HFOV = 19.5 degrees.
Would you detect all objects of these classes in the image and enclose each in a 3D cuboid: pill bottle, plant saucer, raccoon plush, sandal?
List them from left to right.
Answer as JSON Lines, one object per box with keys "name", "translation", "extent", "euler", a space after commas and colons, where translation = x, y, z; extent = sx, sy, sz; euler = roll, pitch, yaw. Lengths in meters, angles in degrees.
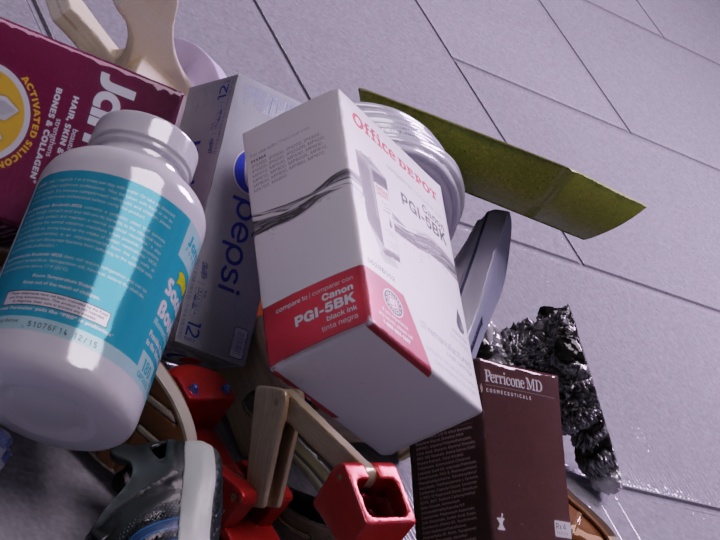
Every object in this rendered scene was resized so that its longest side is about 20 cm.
{"name": "pill bottle", "translation": [-0.161, 0.001, 1.287], "extent": [0.111, 0.111, 0.201], "euler": [31, 59, -23]}
{"name": "sandal", "translation": [-0.025, 0.170, 1.402], "extent": [0.201, 0.057, 0.080], "euler": [59, 3, -7]}
{"name": "plant saucer", "translation": [0.111, -0.079, 1.711], "extent": [0.200, 0.048, 0.200], "euler": [24, 3, 26]}
{"name": "raccoon plush", "translation": [0.133, 0.119, 1.752], "extent": [0.097, 0.134, 0.201], "euler": [-85, 157, -78]}

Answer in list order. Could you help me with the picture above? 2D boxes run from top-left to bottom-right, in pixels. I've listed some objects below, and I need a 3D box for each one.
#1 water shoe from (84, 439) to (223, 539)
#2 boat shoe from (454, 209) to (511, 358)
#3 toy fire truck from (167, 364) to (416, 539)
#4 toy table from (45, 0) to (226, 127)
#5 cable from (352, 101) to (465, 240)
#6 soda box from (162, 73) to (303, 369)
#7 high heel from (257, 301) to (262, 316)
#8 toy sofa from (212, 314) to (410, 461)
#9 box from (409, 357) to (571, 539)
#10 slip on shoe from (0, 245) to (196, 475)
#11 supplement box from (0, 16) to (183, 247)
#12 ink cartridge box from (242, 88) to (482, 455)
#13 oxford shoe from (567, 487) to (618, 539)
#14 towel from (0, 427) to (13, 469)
{"name": "water shoe", "translation": [-0.129, 0.186, 1.247], "extent": [0.079, 0.072, 0.200], "euler": [3, 41, 2]}
{"name": "boat shoe", "translation": [0.068, 0.029, 1.676], "extent": [0.065, 0.074, 0.200], "euler": [14, 56, 15]}
{"name": "toy fire truck", "translation": [-0.063, 0.122, 1.334], "extent": [0.049, 0.141, 0.200], "euler": [4, 44, -48]}
{"name": "toy table", "translation": [-0.179, -0.137, 1.575], "extent": [0.117, 0.184, 0.200], "euler": [43, 1, -38]}
{"name": "cable", "translation": [-0.017, -0.045, 1.611], "extent": [0.200, 0.200, 0.069], "euler": [20, 39, -41]}
{"name": "soda box", "translation": [-0.102, -0.033, 1.481], "extent": [0.063, 0.068, 0.201], "euler": [22, 72, -34]}
{"name": "high heel", "translation": [-0.066, 0.051, 1.590], "extent": [0.200, 0.096, 0.067], "euler": [-14, 53, -37]}
{"name": "toy sofa", "translation": [-0.006, 0.081, 1.530], "extent": [0.200, 0.097, 0.083], "euler": [7, 54, -50]}
{"name": "box", "translation": [0.093, 0.170, 1.470], "extent": [0.100, 0.075, 0.201], "euler": [13, 65, -48]}
{"name": "slip on shoe", "translation": [-0.175, 0.062, 1.367], "extent": [0.200, 0.076, 0.061], "euler": [41, 11, 14]}
{"name": "supplement box", "translation": [-0.238, -0.087, 1.383], "extent": [0.199, 0.131, 0.103], "euler": [20, -13, -27]}
{"name": "ink cartridge box", "translation": [0.000, 0.000, 1.414], "extent": [0.147, 0.083, 0.201], "euler": [40, 32, -46]}
{"name": "oxford shoe", "translation": [0.145, 0.207, 1.623], "extent": [0.071, 0.071, 0.200], "euler": [-22, 63, -33]}
{"name": "towel", "translation": [-0.279, 0.109, 1.182], "extent": [0.147, 0.024, 0.200], "euler": [36, 25, -11]}
